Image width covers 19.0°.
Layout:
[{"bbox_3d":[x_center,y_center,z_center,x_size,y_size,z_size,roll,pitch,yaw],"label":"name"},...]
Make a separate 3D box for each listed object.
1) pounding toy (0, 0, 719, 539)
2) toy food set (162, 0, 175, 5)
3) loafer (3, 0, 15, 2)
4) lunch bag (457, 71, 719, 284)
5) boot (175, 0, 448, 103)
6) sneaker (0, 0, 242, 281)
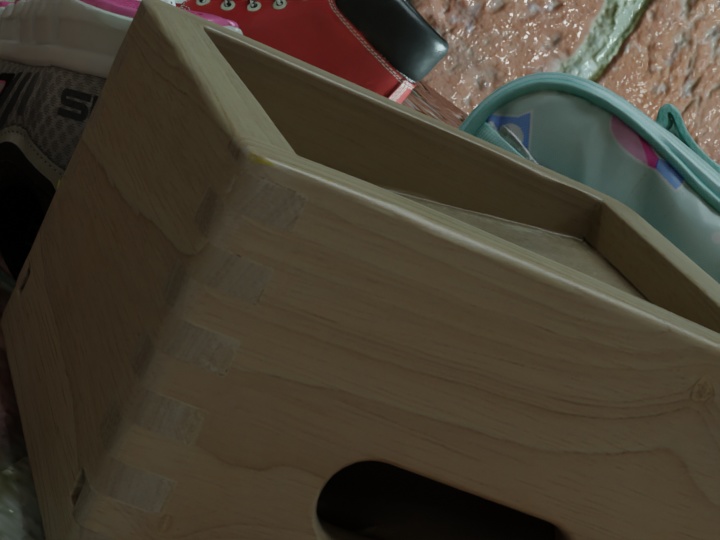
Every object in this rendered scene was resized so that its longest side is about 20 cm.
[{"bbox_3d":[0.020,0.053,0.531,0.199,0.143,0.184,22,12,-20],"label":"pounding toy"},{"bbox_3d":[-0.107,-0.148,0.958,0.144,0.060,0.201,-66,137,-76],"label":"toy food set"},{"bbox_3d":[-0.156,-0.092,0.769,0.199,0.075,0.070,18,41,-39],"label":"loafer"},{"bbox_3d":[0.082,0.039,0.671,0.200,0.161,0.077,38,8,4],"label":"lunch bag"},{"bbox_3d":[-0.056,-0.138,1.131,0.200,0.145,0.072,37,10,10],"label":"boot"},{"bbox_3d":[-0.097,-0.034,0.671,0.073,0.088,0.200,13,-5,-25],"label":"sneaker"}]
